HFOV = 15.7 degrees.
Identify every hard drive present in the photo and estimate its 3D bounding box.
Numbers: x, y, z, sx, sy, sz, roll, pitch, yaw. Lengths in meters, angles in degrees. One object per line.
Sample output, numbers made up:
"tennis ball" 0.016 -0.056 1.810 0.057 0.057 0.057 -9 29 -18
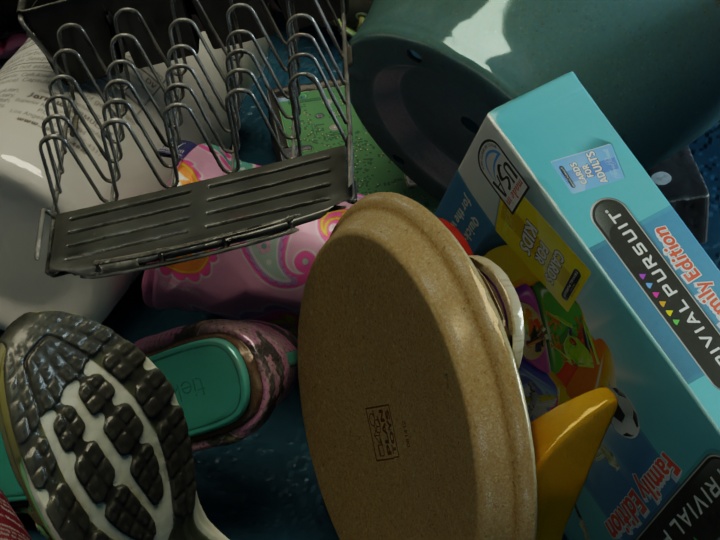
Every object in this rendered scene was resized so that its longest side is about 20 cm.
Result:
"hard drive" 0.061 -0.052 1.307 0.200 0.038 0.140 -8 40 -7

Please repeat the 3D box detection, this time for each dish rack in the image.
"dish rack" -0.074 -0.074 1.132 0.153 0.055 0.200 -14 35 8

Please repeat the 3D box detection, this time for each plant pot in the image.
"plant pot" 0.095 -0.125 1.226 0.200 0.200 0.188 26 63 30

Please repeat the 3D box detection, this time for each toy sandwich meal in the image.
"toy sandwich meal" 0.039 0.063 1.052 0.070 0.205 0.205 -11 40 -24

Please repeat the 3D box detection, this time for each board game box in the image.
"board game box" 0.103 0.043 1.048 0.047 0.151 0.200 -27 72 -26

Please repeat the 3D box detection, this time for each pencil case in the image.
"pencil case" 0.000 0.000 1.195 0.200 0.087 0.087 16 44 10

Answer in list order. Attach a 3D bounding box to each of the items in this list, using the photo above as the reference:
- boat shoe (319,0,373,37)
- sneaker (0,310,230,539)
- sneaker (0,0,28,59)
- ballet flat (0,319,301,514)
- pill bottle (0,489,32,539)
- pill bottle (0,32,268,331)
"boat shoe" -0.013 -0.160 1.423 0.202 0.072 0.060 22 86 11
"sneaker" -0.109 0.097 1.039 0.089 0.200 0.077 10 46 40
"sneaker" -0.183 -0.161 1.412 0.200 0.095 0.079 4 43 11
"ballet flat" -0.111 0.063 1.148 0.200 0.069 0.071 -16 -5 26
"pill bottle" -0.183 0.131 1.056 0.109 0.110 0.200 -21 43 -19
"pill bottle" -0.127 -0.068 1.281 0.114 0.114 0.200 14 43 20
